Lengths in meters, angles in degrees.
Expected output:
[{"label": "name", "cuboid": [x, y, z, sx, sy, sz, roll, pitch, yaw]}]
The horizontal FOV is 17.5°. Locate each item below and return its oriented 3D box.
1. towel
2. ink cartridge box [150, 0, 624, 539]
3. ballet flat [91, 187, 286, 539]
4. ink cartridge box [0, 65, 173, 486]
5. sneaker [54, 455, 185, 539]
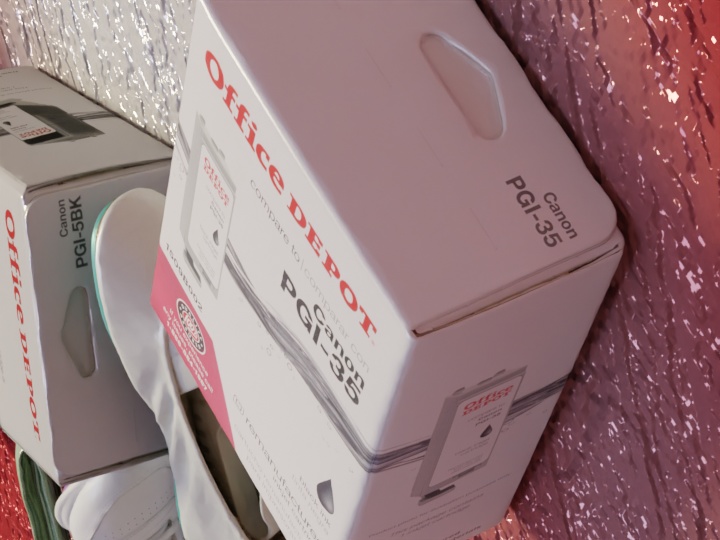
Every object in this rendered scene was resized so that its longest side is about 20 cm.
[{"label": "towel", "cuboid": [-0.193, 0.124, 1.390, 0.200, 0.023, 0.154, -117, 16, -63]}, {"label": "ink cartridge box", "cuboid": [0.000, 0.000, 0.800, 0.147, 0.082, 0.200, 58, 157, 23]}, {"label": "ballet flat", "cuboid": [-0.062, 0.052, 1.044, 0.069, 0.069, 0.201, 38, 148, 51]}, {"label": "ink cartridge box", "cuboid": [-0.153, -0.004, 1.136, 0.200, 0.082, 0.148, 31, 130, 56]}, {"label": "sneaker", "cuboid": [-0.107, 0.154, 1.244, 0.100, 0.075, 0.201, 43, 155, 24]}]
